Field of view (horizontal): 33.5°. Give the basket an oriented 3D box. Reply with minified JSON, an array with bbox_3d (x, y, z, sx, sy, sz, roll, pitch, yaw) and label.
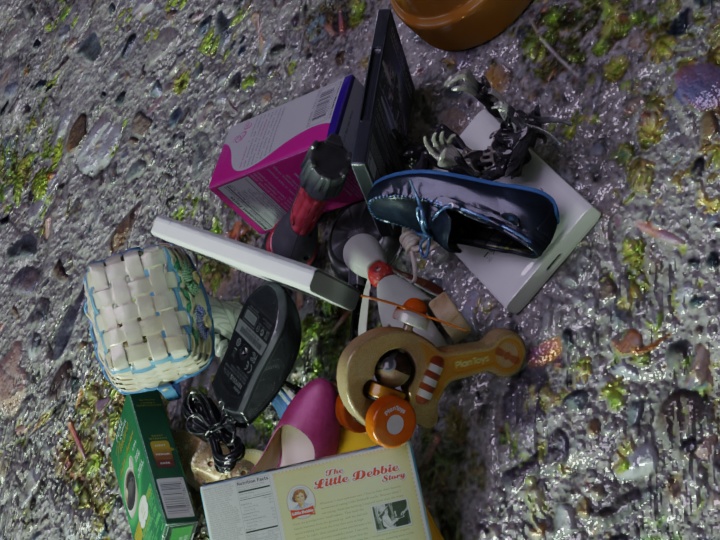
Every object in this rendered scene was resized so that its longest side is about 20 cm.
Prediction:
[{"bbox_3d":[-0.237,0.059,1.360,0.138,0.200,0.178,-15,84,-9],"label":"basket"}]

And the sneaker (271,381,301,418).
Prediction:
[{"bbox_3d":[-0.056,0.194,1.263,0.089,0.078,0.200,-48,46,11],"label":"sneaker"}]

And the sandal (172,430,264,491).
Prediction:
[{"bbox_3d":[-0.174,0.224,1.362,0.211,0.069,0.078,11,78,45],"label":"sandal"}]

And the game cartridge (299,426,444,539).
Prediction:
[{"bbox_3d":[-0.023,0.260,1.182,0.199,0.032,0.177,-33,79,25],"label":"game cartridge"}]

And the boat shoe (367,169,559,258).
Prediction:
[{"bbox_3d":[0.092,-0.053,1.175,0.199,0.084,0.069,4,60,30],"label":"boat shoe"}]

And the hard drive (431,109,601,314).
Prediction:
[{"bbox_3d":[0.143,-0.065,1.240,0.132,0.026,0.200,-51,45,12],"label":"hard drive"}]

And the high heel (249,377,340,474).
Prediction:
[{"bbox_3d":[-0.083,0.196,1.137,0.067,0.096,0.201,35,109,21],"label":"high heel"}]

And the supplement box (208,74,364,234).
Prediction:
[{"bbox_3d":[-0.067,-0.132,1.400,0.199,0.103,0.102,-15,46,36],"label":"supplement box"}]

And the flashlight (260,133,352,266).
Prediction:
[{"bbox_3d":[-0.061,-0.062,1.332,0.068,0.068,0.200,53,148,15],"label":"flashlight"}]

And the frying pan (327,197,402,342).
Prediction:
[{"bbox_3d":[-0.011,-0.005,1.356,0.115,0.031,0.191,16,78,46],"label":"frying pan"}]

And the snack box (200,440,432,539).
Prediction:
[{"bbox_3d":[-0.039,0.233,1.102,0.198,0.037,0.117,-12,85,-2],"label":"snack box"}]

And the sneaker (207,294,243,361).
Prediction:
[{"bbox_3d":[-0.146,0.071,1.420,0.081,0.075,0.200,-46,48,-1],"label":"sneaker"}]

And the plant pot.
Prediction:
[{"bbox_3d":[0.082,-0.378,1.336,0.199,0.183,0.202,-20,57,35],"label":"plant pot"}]

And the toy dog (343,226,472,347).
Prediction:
[{"bbox_3d":[0.051,0.044,1.235,0.131,0.097,0.201,-19,44,14],"label":"toy dog"}]

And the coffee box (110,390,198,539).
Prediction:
[{"bbox_3d":[-0.243,0.250,1.399,0.201,0.044,0.123,62,143,41],"label":"coffee box"}]

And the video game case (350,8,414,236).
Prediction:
[{"bbox_3d":[0.027,-0.159,1.301,0.019,0.143,0.201,0,61,15],"label":"video game case"}]

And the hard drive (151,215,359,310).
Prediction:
[{"bbox_3d":[-0.112,-0.008,1.298,0.199,0.132,0.027,19,86,23],"label":"hard drive"}]

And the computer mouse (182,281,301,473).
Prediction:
[{"bbox_3d":[-0.115,0.107,1.289,0.201,0.052,0.138,-63,36,13],"label":"computer mouse"}]

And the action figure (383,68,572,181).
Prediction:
[{"bbox_3d":[0.108,-0.133,1.212,0.199,0.102,0.119,-18,37,39],"label":"action figure"}]

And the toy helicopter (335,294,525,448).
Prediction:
[{"bbox_3d":[0.068,0.080,1.125,0.079,0.199,0.133,12,109,62],"label":"toy helicopter"}]
